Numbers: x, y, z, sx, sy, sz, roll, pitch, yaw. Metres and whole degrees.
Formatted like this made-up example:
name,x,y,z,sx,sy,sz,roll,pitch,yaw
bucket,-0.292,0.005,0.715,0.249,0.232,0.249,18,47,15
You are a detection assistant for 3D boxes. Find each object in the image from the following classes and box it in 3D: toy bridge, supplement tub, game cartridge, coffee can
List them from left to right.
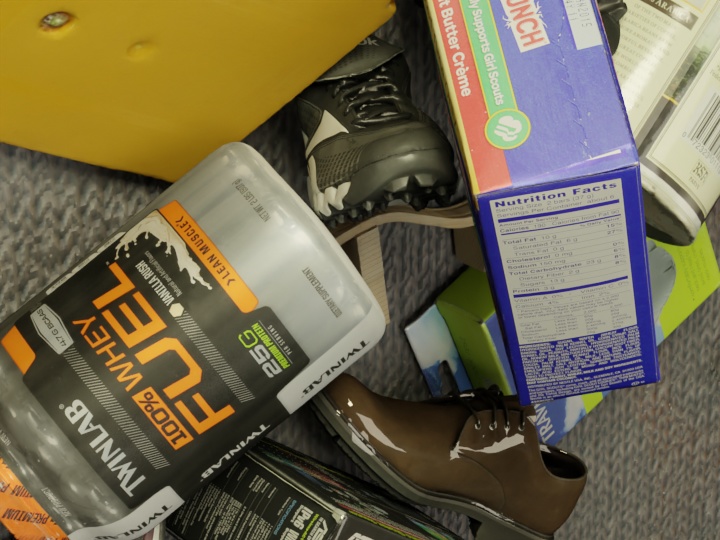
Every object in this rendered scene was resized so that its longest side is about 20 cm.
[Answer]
name,x,y,z,sx,sy,sz,roll,pitch,yaw
game cartridge,-0.101,-0.110,1.002,0.200,0.033,0.176,12,142,-46
supplement tub,-0.097,0.044,1.067,0.200,0.123,0.123,-40,132,-5
toy bridge,0.000,0.000,1.219,0.200,0.027,0.067,-28,125,-31
coffee can,0.172,-0.136,1.231,0.146,0.146,0.200,39,81,-45

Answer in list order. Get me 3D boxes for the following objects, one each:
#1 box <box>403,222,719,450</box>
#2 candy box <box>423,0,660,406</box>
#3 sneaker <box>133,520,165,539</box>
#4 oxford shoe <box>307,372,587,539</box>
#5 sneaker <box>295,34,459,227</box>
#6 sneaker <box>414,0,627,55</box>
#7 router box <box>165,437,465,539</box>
name,x,y,z,sx,sy,sz,roll,pitch,yaw
box,0.124,0.018,1.329,0.200,0.048,0.122,-42,132,-22
candy box,0.081,-0.058,1.029,0.077,0.170,0.200,-12,148,3
sneaker,-0.180,0.176,1.102,0.115,0.076,0.201,26,91,-43
oxford shoe,0.050,0.091,1.260,0.200,0.073,0.085,28,105,-39
sneaker,0.001,-0.070,1.068,0.066,0.200,0.091,-12,94,-6
sneaker,0.055,-0.186,1.142,0.071,0.098,0.201,-38,106,-57
router box,-0.008,0.149,1.193,0.200,0.150,0.062,28,90,-46
